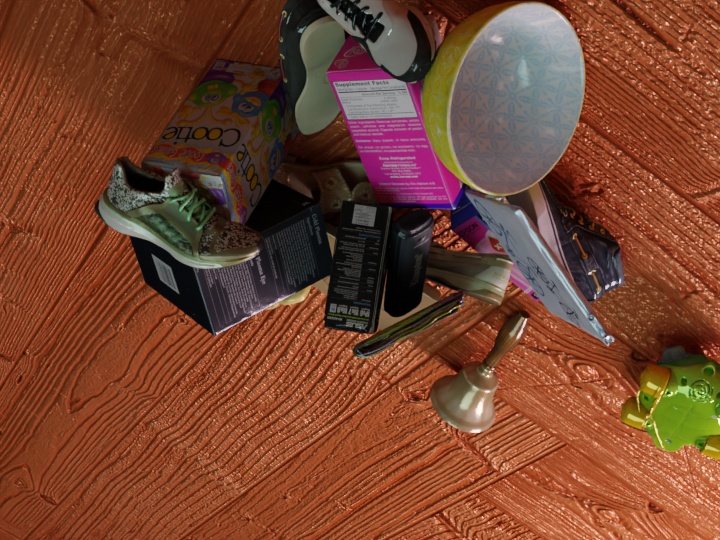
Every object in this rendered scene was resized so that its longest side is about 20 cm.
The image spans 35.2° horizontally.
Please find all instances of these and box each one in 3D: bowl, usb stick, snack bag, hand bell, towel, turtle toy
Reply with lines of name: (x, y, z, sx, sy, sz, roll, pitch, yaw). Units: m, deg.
bowl: (0.131, -0.187, 1.194, 0.108, 0.200, 0.200, 25, 151, 48)
usb stick: (0.058, -0.006, 1.386, 0.033, 0.055, 0.200, 57, 161, 27)
snack bag: (0.194, -0.014, 1.251, 0.189, 0.021, 0.200, 54, 178, -13)
hand bell: (0.183, 0.126, 1.590, 0.104, 0.104, 0.200, 27, 129, 0)
towel: (0.062, 0.065, 1.366, 0.143, 0.200, 0.023, -28, 87, 4)
turtle toy: (0.420, 0.172, 1.478, 0.145, 0.101, 0.200, 22, 142, 6)

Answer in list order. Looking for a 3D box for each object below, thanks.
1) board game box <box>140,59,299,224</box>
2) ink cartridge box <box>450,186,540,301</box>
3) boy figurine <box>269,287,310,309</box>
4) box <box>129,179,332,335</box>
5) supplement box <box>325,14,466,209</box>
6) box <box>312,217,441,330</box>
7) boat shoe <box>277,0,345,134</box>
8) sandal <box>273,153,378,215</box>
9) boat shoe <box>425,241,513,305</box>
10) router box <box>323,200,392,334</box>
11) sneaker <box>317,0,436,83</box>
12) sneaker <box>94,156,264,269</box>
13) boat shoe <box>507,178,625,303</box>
board game box: (-0.162, -0.148, 1.364, 0.103, 0.200, 0.105, 11, 139, 18)
ink cartridge box: (0.186, -0.046, 1.420, 0.200, 0.037, 0.095, 41, 140, -14)
boy figurine: (-0.156, 0.010, 1.620, 0.200, 0.065, 0.124, 2, 145, 38)
box: (-0.165, -0.032, 1.428, 0.200, 0.182, 0.104, 30, 141, 49)
supplement box: (0.052, -0.176, 1.292, 0.103, 0.101, 0.200, 3, 135, 28)
box: (-0.004, 0.012, 1.577, 0.200, 0.021, 0.163, 32, 152, -7)
boat shoe: (-0.056, -0.237, 1.321, 0.063, 0.074, 0.202, 53, 161, 25)
sandal: (-0.048, -0.099, 1.460, 0.211, 0.070, 0.078, 12, 139, 18)
boat shoe: (0.112, -0.012, 1.457, 0.073, 0.063, 0.201, 24, 179, -40)
router box: (0.000, 0.000, 1.391, 0.062, 0.150, 0.200, 8, 178, 3)
sneaker: (0.000, -0.264, 1.160, 0.200, 0.080, 0.074, 52, 124, 26)
sneaker: (-0.201, -0.068, 1.261, 0.200, 0.077, 0.089, 20, 134, 4)
boat shoe: (0.245, -0.051, 1.354, 0.201, 0.091, 0.071, 67, 168, -19)
